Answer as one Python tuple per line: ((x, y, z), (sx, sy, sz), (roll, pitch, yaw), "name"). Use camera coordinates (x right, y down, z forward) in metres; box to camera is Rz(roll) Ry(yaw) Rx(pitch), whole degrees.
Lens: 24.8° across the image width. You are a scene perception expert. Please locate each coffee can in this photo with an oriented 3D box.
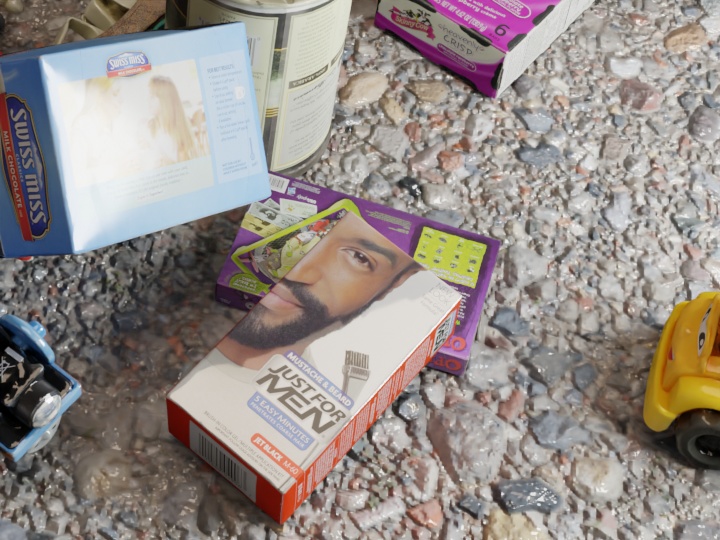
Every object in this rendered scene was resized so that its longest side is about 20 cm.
((-0.082, -0.185, 1.277), (0.145, 0.201, 0.147), (5, 52, -6), "coffee can")

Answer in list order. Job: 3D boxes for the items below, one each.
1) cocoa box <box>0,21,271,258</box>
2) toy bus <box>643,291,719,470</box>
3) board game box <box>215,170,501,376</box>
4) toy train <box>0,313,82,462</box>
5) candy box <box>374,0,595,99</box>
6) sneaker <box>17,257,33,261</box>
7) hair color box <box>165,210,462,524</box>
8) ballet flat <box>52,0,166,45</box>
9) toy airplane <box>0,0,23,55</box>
((-0.179, -0.093, 1.138), (0.130, 0.135, 0.199), (0, 13, 39), "cocoa box")
((0.321, 0.058, 1.168), (0.198, 0.193, 0.136), (17, 53, 6), "toy bus")
((0.000, 0.000, 1.260), (0.198, 0.032, 0.121), (17, 49, 4), "board game box")
((-0.278, 0.052, 1.118), (0.199, 0.115, 0.087), (35, 67, 17), "toy train")
((0.125, -0.258, 1.456), (0.136, 0.061, 0.200), (33, 54, 16), "candy box")
((-0.281, -0.052, 1.224), (0.198, 0.071, 0.094), (-6, 49, -18), "sneaker")
((-0.032, 0.066, 1.163), (0.111, 0.064, 0.200), (36, 63, 15), "hair color box")
((-0.201, -0.186, 1.314), (0.067, 0.068, 0.200), (38, 34, -4), "ballet flat")
((-0.357, -0.187, 1.272), (0.198, 0.141, 0.201), (-8, 64, -4), "toy airplane")
